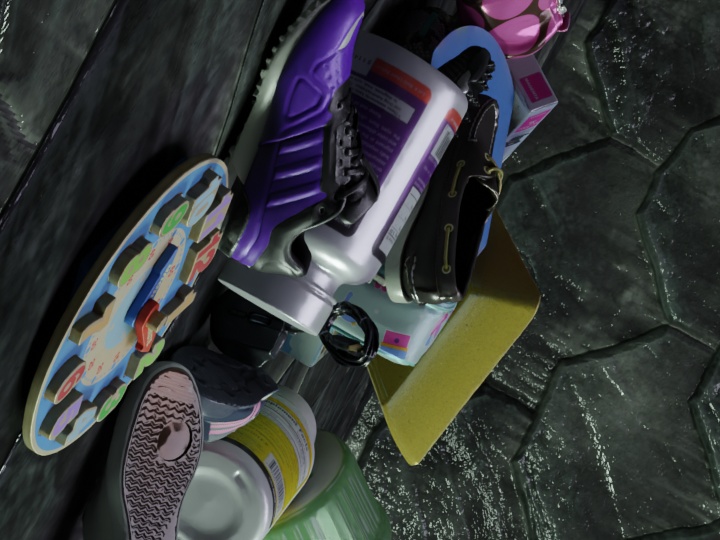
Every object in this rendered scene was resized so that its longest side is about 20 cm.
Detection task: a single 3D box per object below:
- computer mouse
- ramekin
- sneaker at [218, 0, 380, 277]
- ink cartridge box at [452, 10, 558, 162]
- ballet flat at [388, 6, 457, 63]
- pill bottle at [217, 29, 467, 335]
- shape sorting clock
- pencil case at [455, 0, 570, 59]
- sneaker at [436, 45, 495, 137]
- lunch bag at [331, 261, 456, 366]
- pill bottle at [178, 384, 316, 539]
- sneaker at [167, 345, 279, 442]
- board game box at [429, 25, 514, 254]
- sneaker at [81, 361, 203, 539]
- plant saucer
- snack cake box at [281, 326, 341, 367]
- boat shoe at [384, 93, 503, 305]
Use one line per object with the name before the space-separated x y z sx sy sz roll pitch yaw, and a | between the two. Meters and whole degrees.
computer mouse | -0.055 0.042 1.399 0.200 0.034 0.059 4 -110 52
ramekin | -0.079 0.235 1.788 0.200 0.199 0.098 -54 131 -50
sneaker | -0.025 -0.083 1.219 0.201 0.099 0.070 -63 176 22
ink cartridge box | 0.100 -0.155 1.723 0.042 0.120 0.200 -20 167 -28
ballet flat | 0.063 -0.186 1.646 0.072 0.072 0.200 -61 174 -5
pill bottle | -0.017 -0.060 1.345 0.201 0.111 0.111 -60 174 -6
shape sorting clock | -0.132 0.022 1.103 0.201 0.039 0.200 -61 174 -11
pencil case | 0.121 -0.254 1.543 0.200 0.093 0.091 71 33 -66
sneaker | 0.013 -0.108 1.440 0.200 0.090 0.066 -47 170 3
lunch bag | 0.000 0.000 1.568 0.077 0.160 0.200 -57 -179 10
pill bottle | -0.104 0.170 1.670 0.112 0.111 0.200 -63 173 20
sneaker | -0.121 0.106 1.457 0.082 0.070 0.200 -46 168 7
board game box | 0.067 -0.102 1.560 0.158 0.039 0.201 20 79 -60
sneaker | -0.168 0.152 1.359 0.073 0.085 0.201 -2 110 -40
plant saucer | 0.061 0.038 1.705 0.200 0.048 0.200 -53 -149 21
snack cake box | -0.016 -0.022 1.741 0.201 0.067 0.115 -63 175 16
boat shoe | 0.079 -0.057 1.480 0.072 0.060 0.202 64 40 -49
